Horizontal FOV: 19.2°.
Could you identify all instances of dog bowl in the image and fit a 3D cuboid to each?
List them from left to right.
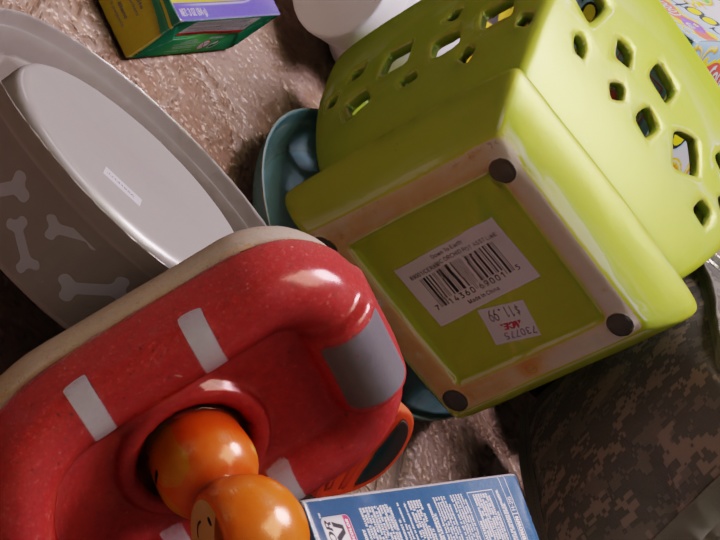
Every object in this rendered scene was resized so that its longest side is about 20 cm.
[{"bbox_3d":[-0.118,-0.030,0.985,0.200,0.059,0.200,42,14,-13],"label":"dog bowl"}]

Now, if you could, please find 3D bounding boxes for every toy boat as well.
[{"bbox_3d":[-0.064,0.085,0.872,0.131,0.199,0.131,54,-6,46],"label":"toy boat"}]

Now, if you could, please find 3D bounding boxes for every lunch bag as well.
[{"bbox_3d":[0.179,0.104,1.189,0.117,0.164,0.200,39,22,-13],"label":"lunch bag"}]

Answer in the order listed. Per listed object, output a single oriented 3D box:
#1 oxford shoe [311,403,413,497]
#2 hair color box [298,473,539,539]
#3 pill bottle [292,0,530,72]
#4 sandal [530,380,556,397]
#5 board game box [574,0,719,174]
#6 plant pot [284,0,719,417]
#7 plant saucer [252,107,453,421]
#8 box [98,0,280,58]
[{"bbox_3d":[-0.060,0.075,1.056,0.073,0.071,0.200,43,21,31],"label":"oxford shoe"},{"bbox_3d":[-0.001,0.148,1.029,0.200,0.100,0.061,3,63,-57],"label":"hair color box"},{"bbox_3d":[0.049,-0.155,1.373,0.200,0.112,0.112,22,47,-50],"label":"pill bottle"},{"bbox_3d":[0.126,0.047,1.398,0.075,0.048,0.201,46,19,-23],"label":"sandal"},{"bbox_3d":[0.163,-0.086,1.362,0.103,0.201,0.105,-5,39,-46],"label":"board game box"},{"bbox_3d":[0.086,-0.045,1.201,0.199,0.200,0.182,51,37,-18],"label":"plant pot"},{"bbox_3d":[0.000,0.000,1.243,0.200,0.027,0.201,38,36,-35],"label":"plant saucer"},{"bbox_3d":[-0.130,-0.221,1.211,0.201,0.048,0.117,62,28,5],"label":"box"}]
